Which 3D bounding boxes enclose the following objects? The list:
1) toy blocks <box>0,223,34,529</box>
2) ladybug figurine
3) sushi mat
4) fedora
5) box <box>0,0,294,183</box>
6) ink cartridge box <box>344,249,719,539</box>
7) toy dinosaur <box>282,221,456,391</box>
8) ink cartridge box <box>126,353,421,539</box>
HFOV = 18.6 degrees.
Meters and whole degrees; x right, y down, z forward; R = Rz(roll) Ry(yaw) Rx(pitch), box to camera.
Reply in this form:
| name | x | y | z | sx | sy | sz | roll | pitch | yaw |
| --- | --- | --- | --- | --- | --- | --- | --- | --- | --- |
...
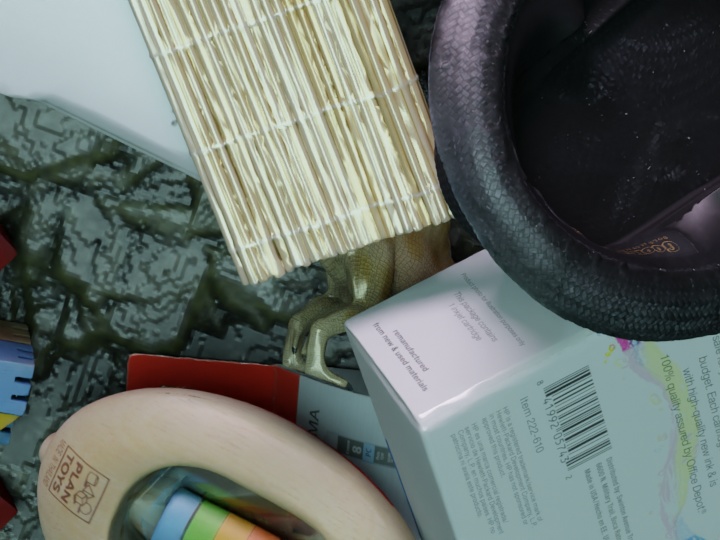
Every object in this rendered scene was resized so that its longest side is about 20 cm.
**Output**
| name | x | y | z | sx | sy | sz | roll | pitch | yaw |
| --- | --- | --- | --- | --- | --- | --- | --- | --- | --- |
| toy blocks | -0.210 | 0.047 | 0.992 | 0.136 | 0.100 | 0.201 | 10 | 107 | -15 |
| ladybug figurine | -0.052 | 0.121 | 0.975 | 0.199 | 0.072 | 0.136 | 31 | 111 | 10 |
| sushi mat | -0.037 | -0.099 | 0.843 | 0.095 | 0.012 | 0.201 | -19 | 103 | 8 |
| fedora | 0.097 | -0.061 | 0.841 | 0.199 | 0.091 | 0.202 | 5 | 79 | -28 |
| box | -0.101 | -0.175 | 0.900 | 0.198 | 0.131 | 0.201 | 26 | 105 | -3 |
| ink cartridge box | 0.113 | 0.049 | 0.917 | 0.199 | 0.085 | 0.145 | -26 | 127 | -9 |
| toy dinosaur | 0.000 | 0.000 | 0.949 | 0.199 | 0.058 | 0.102 | 26 | 84 | -37 |
| ink cartridge box | -0.016 | 0.127 | 1.016 | 0.199 | 0.047 | 0.161 | 6 | 105 | 1 |
